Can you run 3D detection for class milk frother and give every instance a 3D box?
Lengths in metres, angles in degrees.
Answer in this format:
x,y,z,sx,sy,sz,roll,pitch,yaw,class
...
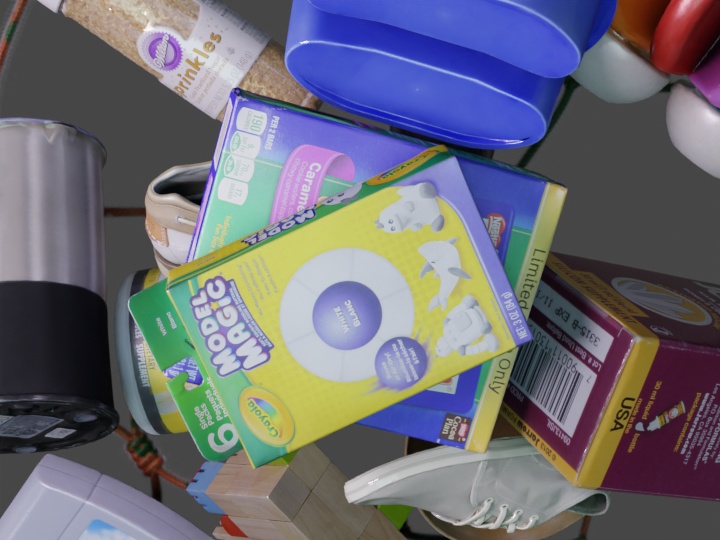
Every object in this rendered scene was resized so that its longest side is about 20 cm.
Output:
x,y,z,sx,sy,sz,roll,pitch,yaw,class
-0.263,0.010,0.954,0.180,0.200,0.189,-19,66,28,milk frother

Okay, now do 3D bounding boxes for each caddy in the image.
x,y,z,sx,sy,sz,roll,pitch,yaw,class
0.048,-0.158,0.886,0.199,0.105,0.142,17,147,-3,caddy

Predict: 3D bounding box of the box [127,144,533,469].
x,y,z,sx,sy,sz,roll,pitch,yaw,class
-0.018,0.025,0.849,0.199,0.048,0.118,-25,104,2,box

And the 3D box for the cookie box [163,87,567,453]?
x,y,z,sx,sy,sz,roll,pitch,yaw,class
0.000,0.000,0.908,0.199,0.075,0.172,14,101,-10,cookie box

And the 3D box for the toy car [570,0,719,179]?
x,y,z,sx,sy,sz,roll,pitch,yaw,class
0.226,-0.153,0.926,0.200,0.150,0.175,34,105,-7,toy car

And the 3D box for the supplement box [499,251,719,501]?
x,y,z,sx,sy,sz,roll,pitch,yaw,class
0.194,0.069,0.964,0.199,0.131,0.104,10,109,-32,supplement box

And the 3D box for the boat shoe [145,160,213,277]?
x,y,z,sx,sy,sz,roll,pitch,yaw,class
-0.037,-0.040,0.966,0.199,0.075,0.069,-10,139,0,boat shoe

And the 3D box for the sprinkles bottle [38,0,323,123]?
x,y,z,sx,sy,sz,roll,pitch,yaw,class
-0.116,-0.152,0.989,0.200,0.068,0.068,34,106,-7,sprinkles bottle

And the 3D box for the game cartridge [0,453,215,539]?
x,y,z,sx,sy,sz,roll,pitch,yaw,class
-0.166,0.220,1.102,0.200,0.041,0.134,33,121,-7,game cartridge

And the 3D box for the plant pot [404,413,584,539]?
x,y,z,sx,sy,sz,roll,pitch,yaw,class
0.114,0.095,1.033,0.199,0.027,0.201,-12,120,-22,plant pot

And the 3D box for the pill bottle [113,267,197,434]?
x,y,z,sx,sy,sz,roll,pitch,yaw,class
-0.055,0.042,1.021,0.199,0.112,0.113,-9,106,6,pill bottle

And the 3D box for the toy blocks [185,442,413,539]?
x,y,z,sx,sy,sz,roll,pitch,yaw,class
-0.043,0.180,1.059,0.200,0.136,0.100,48,60,-25,toy blocks

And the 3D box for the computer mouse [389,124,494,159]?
x,y,z,sx,sy,sz,roll,pitch,yaw,class
0.030,-0.147,0.993,0.140,0.046,0.201,9,107,0,computer mouse

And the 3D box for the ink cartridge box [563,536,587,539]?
x,y,z,sx,sy,sz,roll,pitch,yaw,class
0.098,0.248,1.035,0.059,0.200,0.104,33,110,35,ink cartridge box

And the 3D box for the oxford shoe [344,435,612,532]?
x,y,z,sx,sy,sz,roll,pitch,yaw,class
0.084,0.138,0.974,0.199,0.075,0.058,0,75,-29,oxford shoe
